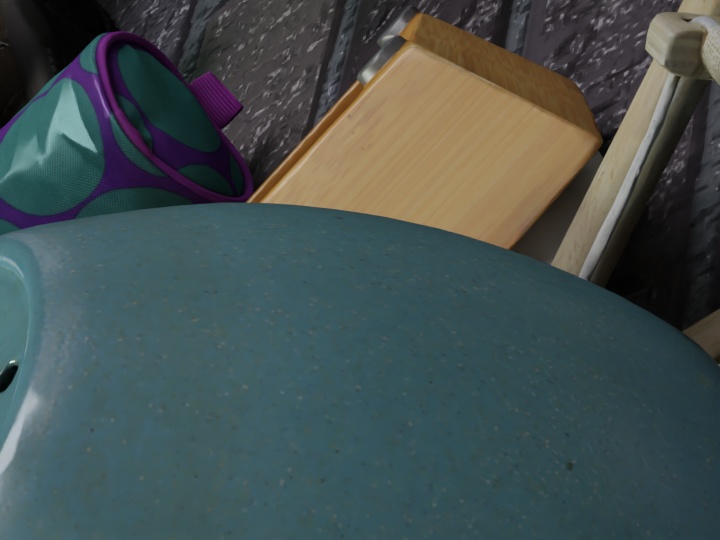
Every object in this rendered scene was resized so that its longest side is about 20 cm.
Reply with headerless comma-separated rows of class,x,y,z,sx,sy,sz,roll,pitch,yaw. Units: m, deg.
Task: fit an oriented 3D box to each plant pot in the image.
plant pot,-0.037,0.065,0.550,0.200,0.135,0.200,-39,33,31

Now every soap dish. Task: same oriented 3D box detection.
soap dish,0.000,0.000,0.795,0.157,0.081,0.200,-47,3,7

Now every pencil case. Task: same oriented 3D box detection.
pencil case,-0.132,0.003,1.035,0.200,0.085,0.092,-41,-8,21

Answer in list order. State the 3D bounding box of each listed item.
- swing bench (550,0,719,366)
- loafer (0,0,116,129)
swing bench,0.106,0.038,0.620,0.200,0.130,0.199,-48,29,7
loafer,-0.148,-0.082,1.173,0.071,0.073,0.200,-41,30,13
